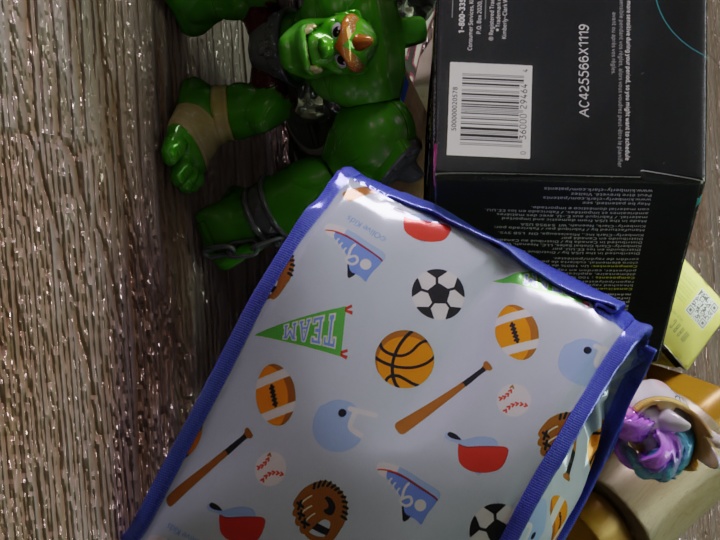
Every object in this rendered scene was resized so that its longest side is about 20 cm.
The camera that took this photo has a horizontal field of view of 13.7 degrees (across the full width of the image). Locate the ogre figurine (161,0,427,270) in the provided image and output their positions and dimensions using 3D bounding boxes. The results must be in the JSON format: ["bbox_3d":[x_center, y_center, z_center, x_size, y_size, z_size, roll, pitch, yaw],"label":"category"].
[{"bbox_3d":[-0.035,-0.110,1.445,0.098,0.119,0.201,31,54,-69],"label":"ogre figurine"}]

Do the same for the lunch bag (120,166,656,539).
[{"bbox_3d":[0.019,0.075,1.356,0.201,0.169,0.124,-64,165,4],"label":"lunch bag"}]

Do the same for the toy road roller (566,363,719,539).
[{"bbox_3d":[0.121,0.078,1.790,0.123,0.200,0.146,-40,121,-20],"label":"toy road roller"}]

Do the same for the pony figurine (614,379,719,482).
[{"bbox_3d":[0.102,0.034,1.660,0.167,0.192,0.200,-62,-150,25],"label":"pony figurine"}]

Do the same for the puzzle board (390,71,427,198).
[{"bbox_3d":[0.000,0.000,1.536,0.151,0.017,0.201,60,42,-58],"label":"puzzle board"}]

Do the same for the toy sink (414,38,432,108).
[{"bbox_3d":[0.117,-0.106,1.923,0.200,0.129,0.113,-61,142,-63],"label":"toy sink"}]

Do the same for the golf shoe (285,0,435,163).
[{"bbox_3d":[-0.004,-0.108,1.658,0.201,0.077,0.088,-72,169,-45],"label":"golf shoe"}]

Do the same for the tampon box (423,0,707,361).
[{"bbox_3d":[0.095,-0.064,1.462,0.200,0.125,0.151,93,0,-64],"label":"tampon box"}]

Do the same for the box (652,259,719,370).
[{"bbox_3d":[0.143,0.012,1.868,0.075,0.200,0.050,45,75,-21],"label":"box"}]
